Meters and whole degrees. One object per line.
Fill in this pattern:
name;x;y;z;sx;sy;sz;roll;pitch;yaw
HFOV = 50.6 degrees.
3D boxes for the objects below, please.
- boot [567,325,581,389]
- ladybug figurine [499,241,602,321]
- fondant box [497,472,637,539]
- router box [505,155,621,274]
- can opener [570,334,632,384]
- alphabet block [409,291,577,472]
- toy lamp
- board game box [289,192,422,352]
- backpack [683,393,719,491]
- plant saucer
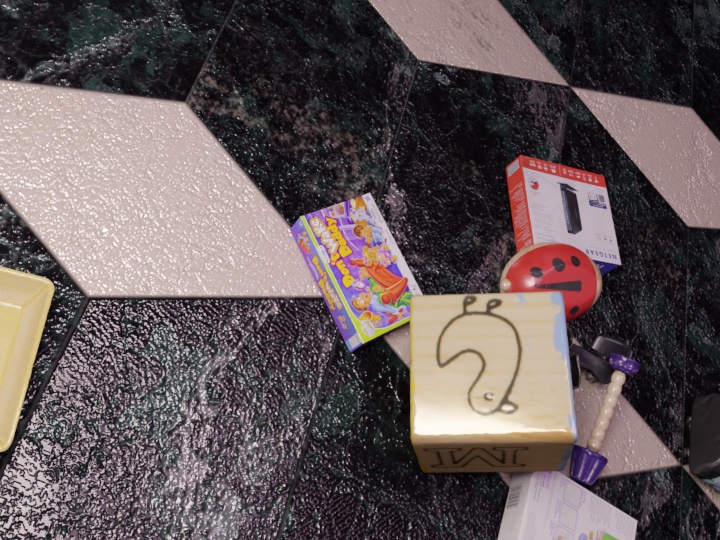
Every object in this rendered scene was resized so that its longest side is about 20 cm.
boot;0.276;0.186;1.130;0.066;0.130;0.204;5;66;-26
ladybug figurine;0.317;0.024;1.241;0.196;0.072;0.139;-5;96;-23
fondant box;0.298;0.387;1.096;0.198;0.058;0.146;32;57;-11
router box;0.361;-0.097;1.355;0.196;0.049;0.183;8;64;-25
can opener;0.344;0.130;1.241;0.196;0.063;0.080;19;86;-10
alphabet block;0.169;0.153;1.006;0.195;0.197;0.199;-3;62;8
toy lamp;0.375;0.231;1.179;0.057;0.058;0.203;26;78;-15
board game box;0.000;0.000;1.117;0.133;0.045;0.203;-22;80;-34
backpack;0.664;0.322;1.287;0.200;0.153;0.164;45;47;-18
plant saucer;-0.459;0.085;0.828;0.196;0.048;0.204;16;62;-21
